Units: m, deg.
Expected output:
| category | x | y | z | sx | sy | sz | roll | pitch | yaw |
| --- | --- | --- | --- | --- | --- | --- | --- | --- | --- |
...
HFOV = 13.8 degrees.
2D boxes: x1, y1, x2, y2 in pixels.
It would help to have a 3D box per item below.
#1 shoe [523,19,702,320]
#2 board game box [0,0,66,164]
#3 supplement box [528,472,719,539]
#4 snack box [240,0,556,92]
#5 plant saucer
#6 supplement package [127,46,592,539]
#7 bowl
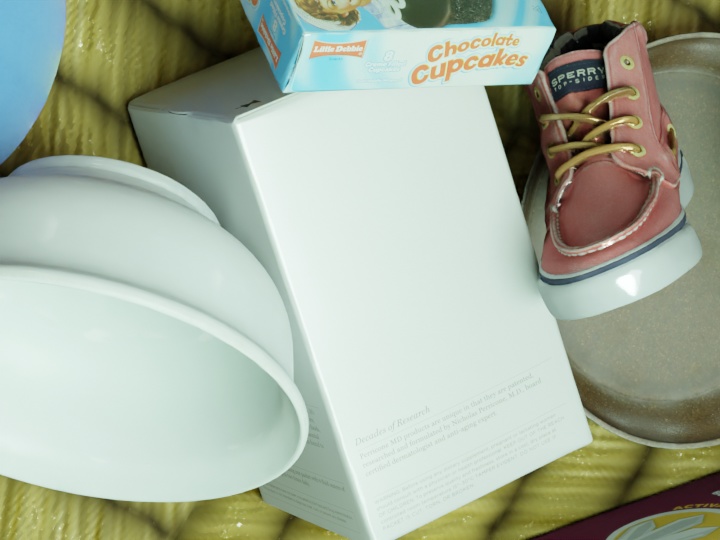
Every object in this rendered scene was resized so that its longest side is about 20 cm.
| category | x | y | z | sx | sy | sz | roll | pitch | yaw |
| --- | --- | --- | --- | --- | --- | --- | --- | --- | --- |
| shoe | 0.102 | -0.048 | 1.297 | 0.071 | 0.200 | 0.091 | -20 | 103 | 14 |
| board game box | -0.217 | -0.120 | 1.237 | 0.200 | 0.039 | 0.158 | 50 | 59 | -17 |
| supplement box | 0.184 | 0.163 | 1.419 | 0.200 | 0.131 | 0.103 | -17 | 103 | -24 |
| snack box | -0.009 | -0.156 | 1.262 | 0.116 | 0.200 | 0.037 | -4 | 139 | -26 |
| plant saucer | 0.156 | -0.015 | 1.438 | 0.200 | 0.032 | 0.201 | -3 | 97 | -25 |
| supplement package | 0.000 | 0.000 | 1.314 | 0.120 | 0.121 | 0.200 | -25 | 107 | -22 |
| bowl | -0.112 | 0.014 | 1.243 | 0.201 | 0.201 | 0.090 | 27 | 58 | -26 |
